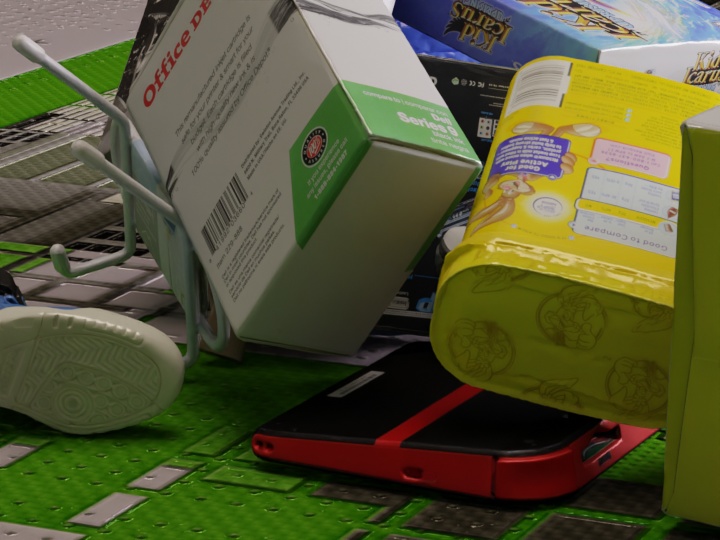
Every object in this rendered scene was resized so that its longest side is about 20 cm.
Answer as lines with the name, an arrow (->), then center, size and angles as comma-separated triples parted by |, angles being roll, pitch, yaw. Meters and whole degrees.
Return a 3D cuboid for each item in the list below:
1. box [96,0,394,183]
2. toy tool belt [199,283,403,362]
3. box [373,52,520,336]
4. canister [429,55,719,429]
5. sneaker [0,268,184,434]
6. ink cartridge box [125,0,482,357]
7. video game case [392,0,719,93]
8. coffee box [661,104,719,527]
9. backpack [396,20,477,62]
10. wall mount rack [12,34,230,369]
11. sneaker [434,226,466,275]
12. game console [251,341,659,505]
box -> -0.065, -0.144, 1.722 | 0.199, 0.048, 0.159 | -25, 35, 37
toy tool belt -> 0.000, 0.000, 1.685 | 0.199, 0.125, 0.123 | -4, 53, -2
box -> 0.078, -0.038, 1.615 | 0.199, 0.160, 0.046 | 7, 5, -17
canister -> 0.128, -0.021, 1.490 | 0.148, 0.087, 0.200 | 14, 40, 5
sneaker -> -0.186, 0.038, 1.558 | 0.199, 0.077, 0.111 | -4, 23, 13
ink cartridge box -> -0.036, -0.076, 1.529 | 0.084, 0.146, 0.200 | 11, 37, -36
video game case -> 0.127, -0.161, 1.768 | 0.200, 0.046, 0.181 | 30, 27, 35
coffee box -> 0.278, 0.019, 1.362 | 0.199, 0.201, 0.197 | 11, 18, 30
backpack -> 0.011, -0.123, 1.956 | 0.199, 0.169, 0.162 | 2, -15, -16
wall mount rack -> -0.140, -0.039, 1.600 | 0.074, 0.174, 0.200 | -15, 39, -17
sneaker -> 0.139, 0.005, 1.581 | 0.199, 0.088, 0.075 | 15, -22, -6
game console -> 0.062, 0.079, 1.504 | 0.176, 0.031, 0.200 | 3, 14, 27
